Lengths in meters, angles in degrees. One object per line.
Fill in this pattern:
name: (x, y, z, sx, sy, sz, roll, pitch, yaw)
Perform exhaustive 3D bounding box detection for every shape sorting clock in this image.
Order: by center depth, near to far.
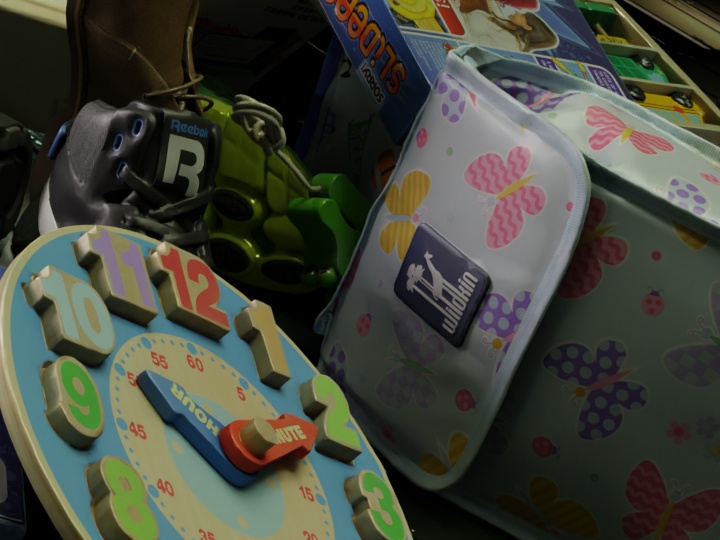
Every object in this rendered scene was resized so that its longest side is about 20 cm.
shape sorting clock: (-0.046, 0.066, 0.832, 0.200, 0.039, 0.200, 40, 23, -20)

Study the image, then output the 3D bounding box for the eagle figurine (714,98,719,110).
eagle figurine: (0.234, -0.038, 1.314, 0.151, 0.152, 0.200, 24, -16, -19)

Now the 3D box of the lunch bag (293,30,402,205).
lunch bag: (0.081, -0.040, 1.262, 0.169, 0.124, 0.200, 10, 13, -33)

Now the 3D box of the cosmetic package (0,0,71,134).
cosmetic package: (-0.205, -0.138, 1.143, 0.199, 0.104, 0.073, 16, 62, -1)

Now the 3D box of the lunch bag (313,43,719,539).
lunch bag: (0.090, 0.023, 1.025, 0.199, 0.170, 0.127, 30, 21, 6)

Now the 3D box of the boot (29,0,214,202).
boot: (-0.086, -0.087, 1.064, 0.075, 0.201, 0.073, 38, 41, 28)

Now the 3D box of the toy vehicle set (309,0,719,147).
toy vehicle set: (0.082, -0.102, 1.213, 0.199, 0.027, 0.124, 4, 36, -39)

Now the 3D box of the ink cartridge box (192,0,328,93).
ink cartridge box: (-0.090, -0.162, 1.254, 0.144, 0.200, 0.084, 10, 60, -38)

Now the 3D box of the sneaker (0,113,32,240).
sneaker: (-0.205, -0.034, 0.990, 0.079, 0.076, 0.200, 17, 8, 13)

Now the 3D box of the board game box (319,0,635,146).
board game box: (0.037, -0.133, 1.133, 0.135, 0.034, 0.201, 6, 45, -38)

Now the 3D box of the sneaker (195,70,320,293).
sneaker: (-0.065, -0.057, 1.199, 0.083, 0.074, 0.200, 1, 29, -43)

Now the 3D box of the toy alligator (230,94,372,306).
toy alligator: (0.000, 0.000, 1.101, 0.200, 0.054, 0.059, 40, -22, -34)

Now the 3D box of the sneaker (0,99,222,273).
sneaker: (-0.079, -0.003, 0.969, 0.073, 0.112, 0.200, 8, 24, -38)

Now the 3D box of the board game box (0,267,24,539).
board game box: (-0.208, 0.023, 0.784, 0.199, 0.035, 0.136, 19, 32, -23)
